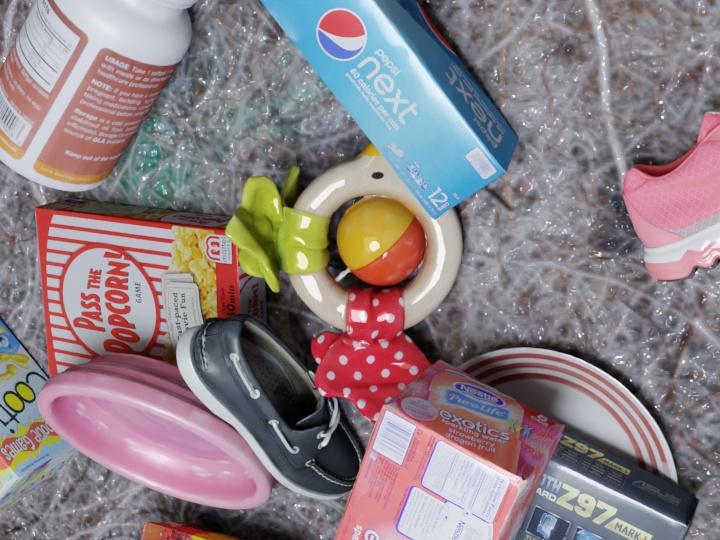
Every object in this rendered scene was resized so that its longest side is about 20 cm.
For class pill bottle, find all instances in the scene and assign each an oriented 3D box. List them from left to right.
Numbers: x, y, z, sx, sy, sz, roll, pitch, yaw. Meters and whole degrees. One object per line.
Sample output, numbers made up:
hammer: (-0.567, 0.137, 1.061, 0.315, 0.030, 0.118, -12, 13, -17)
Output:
pill bottle: (-0.197, -0.165, 0.805, 0.112, 0.112, 0.200, 45, 118, 8)

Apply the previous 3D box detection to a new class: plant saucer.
plant saucer: (-0.158, 0.127, 0.861, 0.199, 0.051, 0.201, 16, 151, 9)

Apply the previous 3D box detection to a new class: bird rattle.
bird rattle: (0.000, 0.000, 0.768, 0.163, 0.113, 0.200, -40, 91, 11)

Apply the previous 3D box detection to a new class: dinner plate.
dinner plate: (0.134, 0.150, 0.789, 0.199, 0.024, 0.201, 7, 108, 23)

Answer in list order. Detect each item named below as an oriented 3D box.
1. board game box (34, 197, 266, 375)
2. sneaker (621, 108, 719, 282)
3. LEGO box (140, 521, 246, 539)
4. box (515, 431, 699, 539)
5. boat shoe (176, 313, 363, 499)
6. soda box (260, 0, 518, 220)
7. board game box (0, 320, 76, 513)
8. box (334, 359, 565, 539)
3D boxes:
board game box: (-0.173, 0.026, 0.887, 0.199, 0.046, 0.152, 7, 108, 24)
sneaker: (0.246, -0.067, 0.641, 0.200, 0.074, 0.087, -29, 90, 30)
LEGO box: (-0.125, 0.325, 0.889, 0.148, 0.077, 0.201, 8, 82, 26)
box: (0.118, 0.190, 0.766, 0.199, 0.051, 0.158, 23, 114, 19)
boat shoe: (-0.052, 0.106, 0.799, 0.060, 0.076, 0.200, -21, 133, 32)
soda box: (0.019, -0.138, 0.709, 0.064, 0.068, 0.200, -32, 103, 29)
board game box: (-0.362, 0.117, 0.973, 0.200, 0.105, 0.103, 50, 119, 4)
box: (0.047, 0.177, 0.715, 0.102, 0.095, 0.201, 26, 114, 20)
